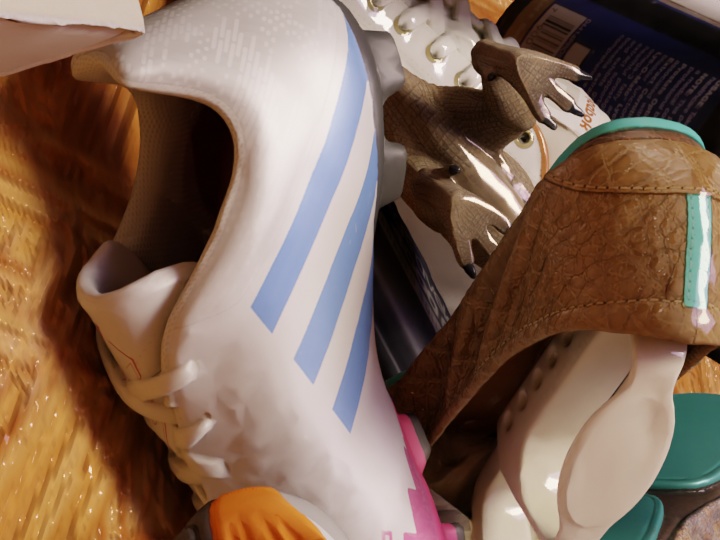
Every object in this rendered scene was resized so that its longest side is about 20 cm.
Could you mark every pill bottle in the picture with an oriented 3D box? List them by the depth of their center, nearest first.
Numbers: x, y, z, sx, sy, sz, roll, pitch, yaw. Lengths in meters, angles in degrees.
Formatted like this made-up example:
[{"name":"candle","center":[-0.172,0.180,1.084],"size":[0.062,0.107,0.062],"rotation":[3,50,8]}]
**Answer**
[{"name":"pill bottle","center":[0.124,-0.028,0.949],"size":[0.200,0.112,0.112],"rotation":[34,-24,56]}]

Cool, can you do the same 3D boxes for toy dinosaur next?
[{"name":"toy dinosaur","center":[0.024,-0.030,0.808],"size":[0.200,0.058,0.101],"rotation":[50,-13,-14]}]

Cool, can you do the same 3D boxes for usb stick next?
[{"name":"usb stick","center":[0.000,0.000,0.854],"size":[0.056,0.033,0.200],"rotation":[-92,158,-55]}]

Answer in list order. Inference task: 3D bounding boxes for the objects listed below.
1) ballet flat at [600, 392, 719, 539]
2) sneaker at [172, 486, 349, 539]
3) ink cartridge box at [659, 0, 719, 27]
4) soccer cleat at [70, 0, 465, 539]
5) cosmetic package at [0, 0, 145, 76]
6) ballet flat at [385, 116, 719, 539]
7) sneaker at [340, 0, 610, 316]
[{"name":"ballet flat","center":[0.087,0.096,0.993],"size":[0.200,0.068,0.067],"rotation":[-31,125,-63]},{"name":"sneaker","center":[-0.005,0.139,0.709],"size":[0.092,0.075,0.201],"rotation":[-68,146,-71]},{"name":"ink cartridge box","center":[0.070,-0.165,0.845],"size":[0.200,0.145,0.084],"rotation":[18,12,-41]},{"name":"soccer cleat","center":[-0.029,0.030,0.730],"size":[0.086,0.070,0.201],"rotation":[-13,100,-36]},{"name":"cosmetic package","center":[-0.119,-0.129,0.552],"size":[0.103,0.087,0.201],"rotation":[-3,78,-70]},{"name":"ballet flat","center":[0.043,0.044,0.757],"size":[0.068,0.200,0.073],"rotation":[7,54,-23]},{"name":"sneaker","center":[0.025,-0.061,0.887],"size":[0.200,0.084,0.073],"rotation":[62,26,-27]}]
